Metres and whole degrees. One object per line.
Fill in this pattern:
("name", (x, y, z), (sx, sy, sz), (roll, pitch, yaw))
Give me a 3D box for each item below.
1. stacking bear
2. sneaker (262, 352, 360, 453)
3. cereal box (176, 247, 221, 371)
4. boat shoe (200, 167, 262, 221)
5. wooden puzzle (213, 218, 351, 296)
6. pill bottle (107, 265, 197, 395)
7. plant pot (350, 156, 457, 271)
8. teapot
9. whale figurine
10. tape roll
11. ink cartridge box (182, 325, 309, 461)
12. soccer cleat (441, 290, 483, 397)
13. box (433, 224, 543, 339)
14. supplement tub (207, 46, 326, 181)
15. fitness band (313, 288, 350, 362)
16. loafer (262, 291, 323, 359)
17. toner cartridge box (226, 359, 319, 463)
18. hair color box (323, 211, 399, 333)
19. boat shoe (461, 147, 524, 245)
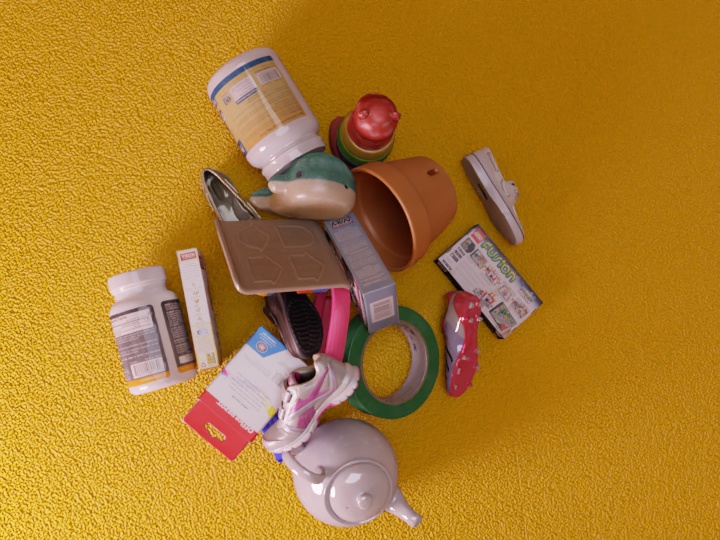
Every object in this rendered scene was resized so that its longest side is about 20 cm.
("stacking bear", (0.014, -0.248, 1.162), (0.121, 0.200, 0.114), (7, 81, -9))
("sneaker", (-0.096, 0.206, 1.057), (0.088, 0.081, 0.200), (41, 95, -17))
("cereal box", (-0.271, 0.067, 1.115), (0.039, 0.144, 0.200), (-10, 87, -10))
("boat shoe", (-0.220, -0.094, 1.167), (0.073, 0.063, 0.201), (-31, 84, -1))
("wooden puzzle", (-0.134, -0.019, 1.094), (0.200, 0.185, 0.046), (0, 129, -27))
("pill bottle", (-0.357, 0.100, 1.111), (0.116, 0.116, 0.200), (-15, 87, -11))
("plant pot", (0.079, -0.116, 1.180), (0.140, 0.200, 0.200), (-30, 90, -28))
("teapot", (-0.018, 0.355, 1.109), (0.200, 0.146, 0.198), (-16, 105, -14))
("whale figurine", (-0.101, -0.146, 1.144), (0.159, 0.200, 0.104), (18, 73, -49))
("tape roll", (0.050, 0.162, 1.174), (0.200, 0.048, 0.201), (2, 87, -32))
("ink cartridge box", (-0.191, 0.206, 1.110), (0.116, 0.067, 0.200), (41, 80, -3))
("soccer cleat", (0.183, 0.137, 1.235), (0.067, 0.076, 0.200), (-1, 102, -39))
("box", (0.247, 0.022, 1.264), (0.110, 0.035, 0.200), (-40, 92, -11))
("supplement tub", (-0.164, -0.273, 1.164), (0.145, 0.145, 0.200), (-31, 90, -11))
("fitness band", (-0.058, 0.105, 1.143), (0.037, 0.144, 0.200), (7, 94, -16))
("loafer", (-0.125, 0.068, 1.128), (0.073, 0.071, 0.200), (4, 54, -43))
("toner cartridge box", (-0.153, 0.230, 1.171), (0.095, 0.043, 0.200), (-27, 90, -12))
("hair color box", (0.000, 0.000, 1.137), (0.061, 0.099, 0.200), (-19, 46, -10))
("boat shoe", (0.275, -0.148, 1.270), (0.070, 0.071, 0.200), (-28, 84, -8))
